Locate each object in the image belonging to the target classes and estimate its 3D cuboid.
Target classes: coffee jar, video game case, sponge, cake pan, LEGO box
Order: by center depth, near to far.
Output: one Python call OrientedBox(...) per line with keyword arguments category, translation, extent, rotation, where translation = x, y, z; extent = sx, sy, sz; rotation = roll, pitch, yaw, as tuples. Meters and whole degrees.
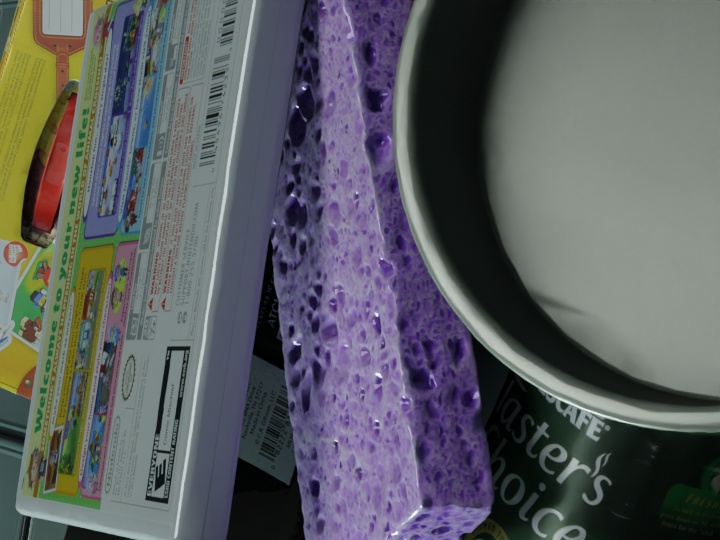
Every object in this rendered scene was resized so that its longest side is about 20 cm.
OrientedBox(category="cake pan", translation=(0.106, -0.051, 0.680), extent=(0.199, 0.037, 0.202), rotation=(-6, 75, 24))
OrientedBox(category="coffee jar", translation=(0.081, 0.071, 0.764), extent=(0.104, 0.085, 0.201), rotation=(46, 120, 53))
OrientedBox(category="sponge", translation=(0.000, 0.000, 0.788), extent=(0.112, 0.030, 0.201), rotation=(130, 136, -62))
OrientedBox(category="video game case", translation=(-0.074, -0.006, 0.854), extent=(0.182, 0.022, 0.201), rotation=(-4, 77, 65))
OrientedBox(category="LEGO box", translation=(-0.111, -0.057, 1.059), extent=(0.149, 0.077, 0.201), rotation=(-42, -28, -74))

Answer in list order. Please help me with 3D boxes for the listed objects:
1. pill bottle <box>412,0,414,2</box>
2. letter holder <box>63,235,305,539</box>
OrientedBox(category="pill bottle", translation=(0.052, -0.134, 0.849), extent=(0.114, 0.113, 0.201), rotation=(-53, 39, 37))
OrientedBox(category="letter holder", translation=(-0.025, 0.064, 0.950), extent=(0.100, 0.142, 0.201), rotation=(25, 106, 26))
